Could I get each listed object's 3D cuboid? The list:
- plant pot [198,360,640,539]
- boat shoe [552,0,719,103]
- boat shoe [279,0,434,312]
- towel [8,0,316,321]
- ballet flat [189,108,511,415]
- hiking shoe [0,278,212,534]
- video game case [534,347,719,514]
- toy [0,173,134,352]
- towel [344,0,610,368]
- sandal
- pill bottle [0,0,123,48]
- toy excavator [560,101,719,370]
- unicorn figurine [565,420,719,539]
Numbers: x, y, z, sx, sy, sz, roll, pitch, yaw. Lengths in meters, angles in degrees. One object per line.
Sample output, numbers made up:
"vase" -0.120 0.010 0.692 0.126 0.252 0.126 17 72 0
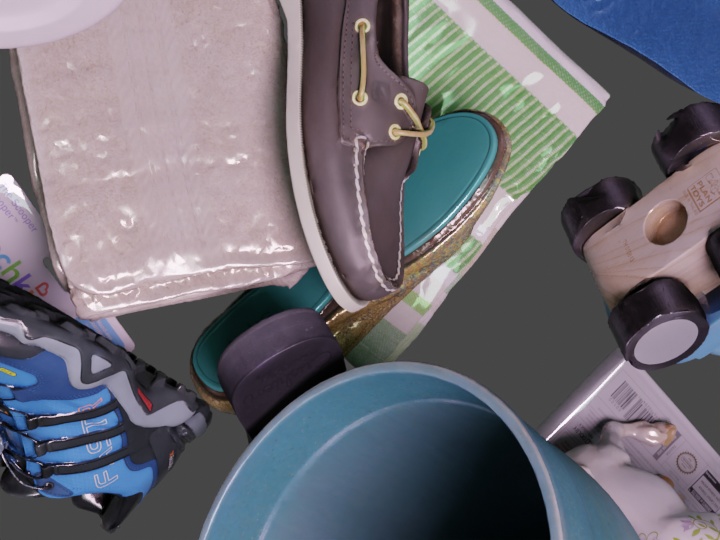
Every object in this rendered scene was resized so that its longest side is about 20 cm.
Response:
"plant pot" 0.055 0.166 0.741 0.188 0.200 0.201 30 95 -45
"boat shoe" 0.130 -0.152 0.833 0.084 0.069 0.200 -42 120 11
"boat shoe" 0.002 -0.083 0.759 0.060 0.072 0.202 -11 76 18
"towel" -0.094 -0.083 0.766 0.132 0.034 0.201 -10 88 -16
"ballet flat" 0.000 0.000 0.815 0.200 0.071 0.071 -43 114 1
"hiking shoe" -0.146 0.066 0.758 0.087 0.074 0.200 -59 141 -7
"video game case" 0.123 0.162 0.947 0.200 0.018 0.143 -45 114 -2
"toy" -0.217 0.060 0.787 0.200 0.047 0.115 -35 115 -5
"towel" 0.017 -0.060 0.845 0.152 0.023 0.200 39 93 -23
"sandal" -0.021 0.083 0.798 0.076 0.043 0.200 -33 153 0
"pill bottle" -0.151 -0.200 0.660 0.110 0.111 0.201 -1 64 -18
"toy excavator" 0.237 -0.011 0.890 0.194 0.100 0.200 -38 139 20
"unicorn figurine" 0.143 0.129 0.873 0.137 0.199 0.074 -7 105 -45
